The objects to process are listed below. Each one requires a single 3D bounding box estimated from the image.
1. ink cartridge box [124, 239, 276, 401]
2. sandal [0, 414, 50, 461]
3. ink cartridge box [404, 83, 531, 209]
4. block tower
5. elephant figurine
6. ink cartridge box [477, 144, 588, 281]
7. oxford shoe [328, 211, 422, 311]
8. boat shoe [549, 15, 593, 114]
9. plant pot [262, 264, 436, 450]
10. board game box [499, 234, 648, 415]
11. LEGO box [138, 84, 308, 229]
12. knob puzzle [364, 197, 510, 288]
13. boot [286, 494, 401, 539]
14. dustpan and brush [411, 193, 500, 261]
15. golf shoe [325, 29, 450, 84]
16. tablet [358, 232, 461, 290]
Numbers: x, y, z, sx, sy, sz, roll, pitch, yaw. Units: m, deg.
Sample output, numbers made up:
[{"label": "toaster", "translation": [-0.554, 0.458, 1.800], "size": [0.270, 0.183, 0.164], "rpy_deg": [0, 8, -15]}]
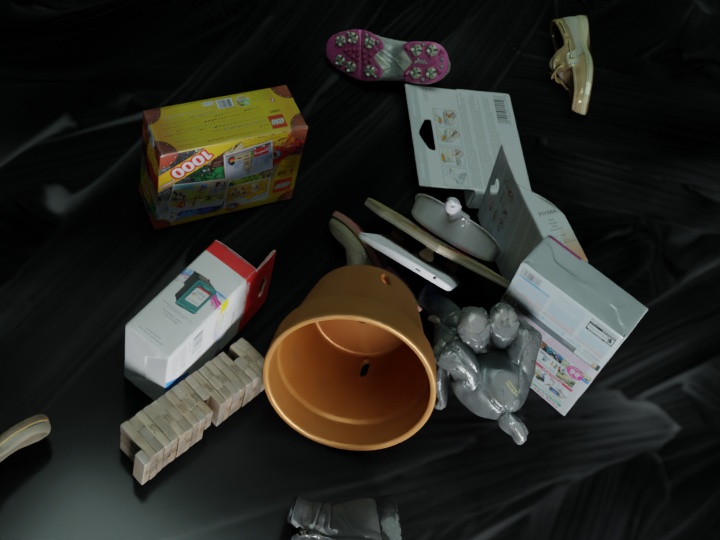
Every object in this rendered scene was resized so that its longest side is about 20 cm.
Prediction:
[{"label": "ink cartridge box", "translation": [-0.188, 0.050, 1.193], "size": [0.067, 0.117, 0.200], "rpy_deg": [34, 53, 11]}, {"label": "sandal", "translation": [-0.404, 0.220, 1.052], "size": [0.199, 0.080, 0.054], "rpy_deg": [-32, 89, -35]}, {"label": "ink cartridge box", "translation": [0.153, -0.182, 1.492], "size": [0.170, 0.044, 0.203], "rpy_deg": [3, 55, -12]}, {"label": "block tower", "translation": [-0.188, 0.155, 1.158], "size": [0.058, 0.054, 0.199], "rpy_deg": [41, 55, 16]}, {"label": "elephant figurine", "translation": [0.134, 0.106, 1.247], "size": [0.140, 0.200, 0.157], "rpy_deg": [29, 78, -13]}, {"label": "ink cartridge box", "translation": [0.222, -0.042, 1.338], "size": [0.049, 0.163, 0.202], "rpy_deg": [-9, 59, -13]}, {"label": "oxford shoe", "translation": [0.000, 0.000, 1.309], "size": [0.074, 0.071, 0.201], "rpy_deg": [-41, 50, 6]}, {"label": "boat shoe", "translation": [0.338, -0.333, 1.637], "size": [0.065, 0.075, 0.202], "rpy_deg": [2, 52, 3]}, {"label": "plant pot", "translation": [-0.004, 0.089, 1.181], "size": [0.197, 0.202, 0.141], "rpy_deg": [17, 36, -2]}, {"label": "board game box", "translation": [0.241, 0.071, 1.239], "size": [0.147, 0.201, 0.064], "rpy_deg": [39, 57, 13]}, {"label": "LEGO box", "translation": [-0.182, -0.147, 1.311], "size": [0.197, 0.150, 0.078], "rpy_deg": [-15, 60, -23]}, {"label": "knob puzzle", "translation": [0.077, -0.039, 1.321], "size": [0.218, 0.220, 0.031], "rpy_deg": [31, 96, 7]}, {"label": "boot", "translation": [-0.015, 0.336, 1.079], "size": [0.129, 0.070, 0.202], "rpy_deg": [-1, 45, -12]}, {"label": "dustpan and brush", "translation": [0.121, -0.066, 1.315], "size": [0.138, 0.058, 0.200], "rpy_deg": [32, 9, 10]}, {"label": "golf shoe", "translation": [0.045, -0.321, 1.553], "size": [0.197, 0.077, 0.091], "rpy_deg": [14, 8, 14]}, {"label": "tablet", "translation": [0.068, -0.014, 1.283], "size": [0.129, 0.200, 0.014], "rpy_deg": [31, 96, 7]}]
